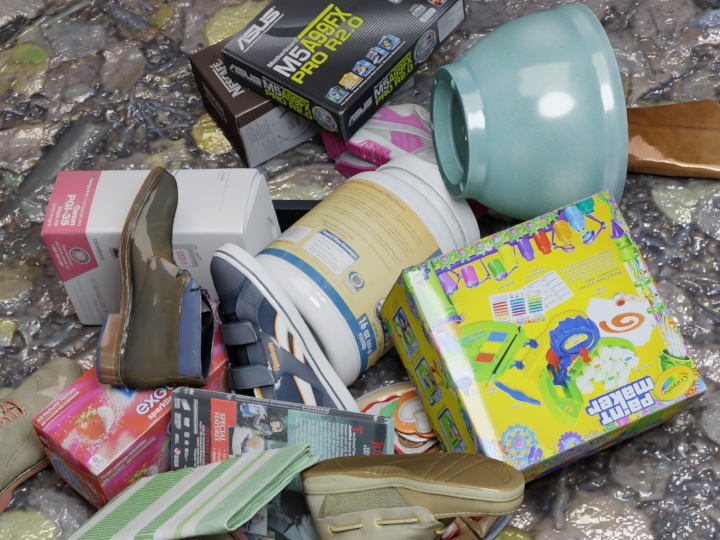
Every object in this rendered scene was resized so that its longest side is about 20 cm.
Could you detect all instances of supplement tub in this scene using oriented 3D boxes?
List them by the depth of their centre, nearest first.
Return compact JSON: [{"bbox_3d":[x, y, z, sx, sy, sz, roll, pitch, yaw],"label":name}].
[{"bbox_3d":[0.000,0.000,1.740,0.144,0.145,0.200,31,58,32],"label":"supplement tub"}]

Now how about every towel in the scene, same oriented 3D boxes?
[{"bbox_3d":[-0.146,0.194,1.549,0.200,0.023,0.152,-16,12,33],"label":"towel"}]

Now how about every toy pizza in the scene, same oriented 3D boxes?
[{"bbox_3d":[0.046,0.173,1.664,0.199,0.032,0.201,-6,50,7],"label":"toy pizza"}]

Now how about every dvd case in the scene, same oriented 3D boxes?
[{"bbox_3d":[-0.069,0.182,1.617,0.199,0.147,0.022,6,15,21],"label":"dvd case"}]

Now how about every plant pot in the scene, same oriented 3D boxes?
[{"bbox_3d":[0.140,-0.131,1.697,0.134,0.201,0.201,-9,48,-13],"label":"plant pot"}]

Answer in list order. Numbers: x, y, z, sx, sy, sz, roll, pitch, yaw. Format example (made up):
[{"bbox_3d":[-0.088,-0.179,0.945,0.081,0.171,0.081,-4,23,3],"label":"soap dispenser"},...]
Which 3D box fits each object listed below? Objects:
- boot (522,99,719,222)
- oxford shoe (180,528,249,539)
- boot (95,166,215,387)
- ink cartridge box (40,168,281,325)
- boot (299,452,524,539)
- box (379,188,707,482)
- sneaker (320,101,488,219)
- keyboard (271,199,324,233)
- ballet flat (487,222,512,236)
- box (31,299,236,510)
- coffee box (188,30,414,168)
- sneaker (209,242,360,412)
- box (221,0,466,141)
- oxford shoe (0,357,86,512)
[{"bbox_3d":[0.257,-0.094,1.841,0.199,0.069,0.189,4,44,5],"label":"boot"},{"bbox_3d":[-0.120,0.261,1.587,0.200,0.071,0.075,26,38,31],"label":"oxford shoe"},{"bbox_3d":[-0.163,0.010,1.672,0.097,0.075,0.201,8,79,13],"label":"boot"},{"bbox_3d":[-0.182,-0.021,1.799,0.199,0.147,0.083,0,51,13],"label":"ink cartridge box"},{"bbox_3d":[0.049,0.229,1.525,0.199,0.156,0.073,-3,9,30],"label":"boot"},{"bbox_3d":[0.151,0.067,1.610,0.199,0.122,0.193,-21,77,-15],"label":"box"},{"bbox_3d":[0.058,-0.118,1.874,0.200,0.081,0.088,30,63,30],"label":"sneaker"},{"bbox_3d":[-0.126,-0.060,1.834,0.199,0.127,0.021,0,61,12],"label":"keyboard"},{"bbox_3d":[0.128,0.038,1.740,0.068,0.068,0.200,-19,48,7],"label":"ballet flat"},{"bbox_3d":[-0.184,0.122,1.713,0.200,0.096,0.100,-41,53,-22],"label":"box"},{"bbox_3d":[-0.061,-0.207,1.974,0.200,0.080,0.114,-29,52,-13],"label":"coffee box"},{"bbox_3d":[-0.083,0.075,1.649,0.079,0.200,0.078,-37,8,-21],"label":"sneaker"},{"bbox_3d":[-0.015,-0.238,1.910,0.160,0.044,0.200,31,63,27],"label":"box"},{"bbox_3d":[-0.318,0.147,1.724,0.070,0.075,0.200,18,56,26],"label":"oxford shoe"}]
